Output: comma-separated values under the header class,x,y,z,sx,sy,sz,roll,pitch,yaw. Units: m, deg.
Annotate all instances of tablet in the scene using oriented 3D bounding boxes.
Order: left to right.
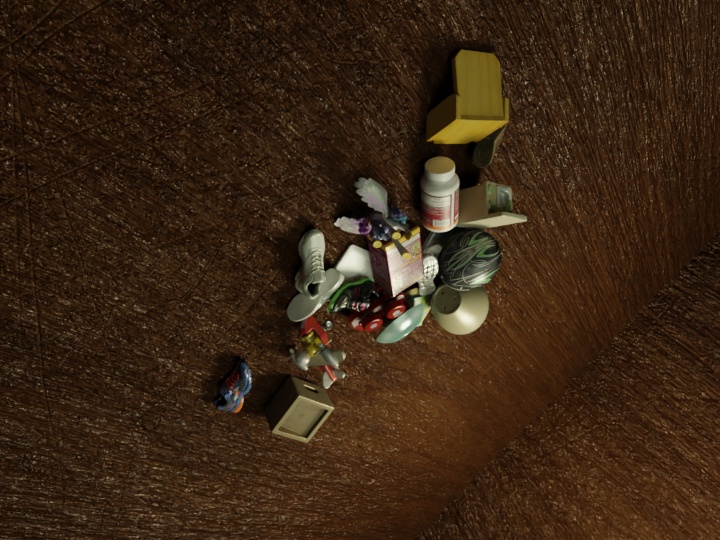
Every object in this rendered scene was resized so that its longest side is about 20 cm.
class,x,y,z,sx,sy,sz,roll,pitch,yaw
tablet,0.000,0.000,1.708,0.199,0.014,0.131,22,109,-46

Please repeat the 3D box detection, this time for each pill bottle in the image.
class,x,y,z,sx,sy,sz,roll,pitch,yaw
pill bottle,0.229,-0.220,1.627,0.112,0.113,0.202,-26,137,-19

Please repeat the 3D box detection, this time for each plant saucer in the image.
class,x,y,z,sx,sy,sz,roll,pitch,yaw
plant saucer,0.141,0.184,1.841,0.200,0.039,0.201,-35,164,-12

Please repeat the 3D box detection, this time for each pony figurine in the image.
class,x,y,z,sx,sy,sz,roll,pitch,yaw
pony figurine,0.049,-0.132,1.526,0.191,0.201,0.167,19,119,-29

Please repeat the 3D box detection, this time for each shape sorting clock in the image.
class,x,y,z,sx,sy,sz,roll,pitch,yaw
shape sorting clock,0.168,0.138,1.941,0.198,0.039,0.202,-20,133,-23

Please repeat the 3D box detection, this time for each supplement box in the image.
class,x,y,z,sx,sy,sz,roll,pitch,yaw
supplement box,0.106,-0.045,1.673,0.130,0.103,0.202,-30,134,-21

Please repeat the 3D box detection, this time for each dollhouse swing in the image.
class,x,y,z,sx,sy,sz,roll,pitch,yaw
dollhouse swing,0.277,-0.462,1.519,0.198,0.178,0.181,-9,171,-33

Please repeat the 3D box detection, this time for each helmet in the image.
class,x,y,z,sx,sy,sz,roll,pitch,yaw
helmet,0.344,-0.035,1.783,0.190,0.200,0.201,-2,128,-59

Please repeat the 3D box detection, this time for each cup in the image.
class,x,y,z,sx,sy,sz,roll,pitch,yaw
cup,0.313,0.107,1.890,0.201,0.200,0.143,-52,150,11

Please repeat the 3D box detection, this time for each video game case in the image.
class,x,y,z,sx,sy,sz,roll,pitch,yaw
video game case,0.284,-0.123,1.828,0.142,0.018,0.201,11,117,-43

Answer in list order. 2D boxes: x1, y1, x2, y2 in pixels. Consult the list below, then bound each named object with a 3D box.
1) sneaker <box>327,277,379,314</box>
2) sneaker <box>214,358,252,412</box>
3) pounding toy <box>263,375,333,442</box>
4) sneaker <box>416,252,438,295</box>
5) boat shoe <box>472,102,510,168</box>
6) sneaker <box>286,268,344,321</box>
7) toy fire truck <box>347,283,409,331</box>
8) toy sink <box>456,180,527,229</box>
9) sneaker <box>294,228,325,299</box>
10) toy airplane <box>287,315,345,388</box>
class,x,y,z,sx,sy,sz,roll,pitch,yaw
sneaker,-0.016,0.083,1.660,0.199,0.084,0.077,-24,155,-40
sneaker,-0.374,0.343,1.656,0.078,0.075,0.202,3,120,-36
pounding toy,-0.203,0.463,1.870,0.199,0.142,0.185,29,103,-37
sneaker,0.203,-0.002,1.821,0.076,0.083,0.201,-9,143,-6
boat shoe,0.381,-0.400,1.641,0.068,0.071,0.202,-35,144,-65
sneaker,-0.122,0.081,1.638,0.199,0.076,0.088,-40,160,6
toy fire truck,0.061,0.133,1.794,0.198,0.113,0.168,-29,149,-3
toy sink,0.383,-0.197,1.694,0.129,0.199,0.114,3,84,-39
sneaker,-0.121,-0.013,1.525,0.077,0.099,0.202,-9,122,-29
toy airplane,-0.132,0.257,1.679,0.140,0.199,0.202,-17,136,-41
